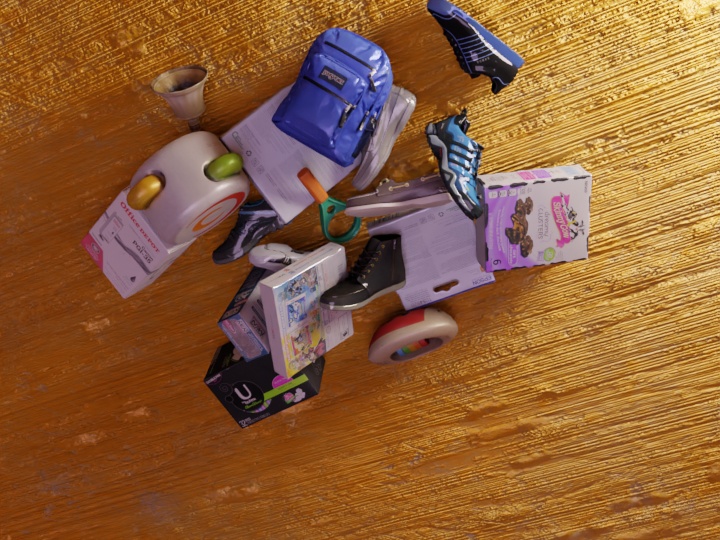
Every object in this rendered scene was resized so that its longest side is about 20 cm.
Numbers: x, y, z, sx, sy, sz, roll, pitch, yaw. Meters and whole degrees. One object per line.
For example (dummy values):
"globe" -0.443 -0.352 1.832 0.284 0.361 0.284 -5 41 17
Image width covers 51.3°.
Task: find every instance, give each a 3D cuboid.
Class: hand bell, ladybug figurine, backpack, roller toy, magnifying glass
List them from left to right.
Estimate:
"roller toy" -0.301 -0.146 1.307 0.200 0.182 0.140 -37 87 -10
"hand bell" -0.300 -0.260 1.374 0.103 0.105 0.201 -6 130 8
"magnifying glass" -0.060 -0.120 1.397 0.080 0.022 0.200 -41 136 -3
"backpack" -0.034 -0.295 1.255 0.162 0.168 0.201 31 92 -1
"ladybug figurine" 0.099 0.131 1.522 0.199 0.072 0.136 -24 153 15

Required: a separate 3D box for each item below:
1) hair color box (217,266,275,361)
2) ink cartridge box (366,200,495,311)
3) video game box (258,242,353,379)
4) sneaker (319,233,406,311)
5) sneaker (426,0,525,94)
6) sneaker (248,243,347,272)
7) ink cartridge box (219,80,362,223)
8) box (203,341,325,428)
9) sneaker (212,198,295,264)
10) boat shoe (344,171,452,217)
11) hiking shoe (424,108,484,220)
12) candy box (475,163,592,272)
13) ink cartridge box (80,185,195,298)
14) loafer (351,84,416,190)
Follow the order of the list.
"hair color box" -0.193 0.071 1.455 0.060 0.200 0.100 -23 113 27
"ink cartridge box" 0.140 -0.037 1.464 0.198 0.041 0.201 -19 115 14
"video game box" -0.096 0.074 1.402 0.047 0.182 0.201 20 128 37
"sneaker" 0.000 0.000 1.391 0.075 0.199 0.107 18 121 44
"sneaker" 0.182 -0.379 1.267 0.199 0.070 0.078 33 109 -13
"sneaker" -0.126 0.015 1.459 0.199 0.075 0.116 3 110 -26
"ink cartridge box" -0.121 -0.223 1.373 0.200 0.043 0.197 -39 111 -7
"box" -0.197 0.209 1.574 0.199 0.125 0.149 -27 113 18
"sneaker" -0.217 -0.088 1.456 0.199 0.073 0.082 -36 105 10
"boat shoe" 0.067 -0.140 1.382 0.198 0.072 0.060 -8 84 9
"hiking shoe" 0.181 -0.187 1.314 0.086 0.074 0.201 -25 72 15
"candy box" 0.316 -0.096 1.381 0.198 0.072 0.169 -7 114 -4
"ink cartridge box" -0.423 -0.060 1.425 0.200 0.083 0.147 -36 92 40
"loafer" 0.030 -0.240 1.357 0.069 0.070 0.201 28 109 -4
